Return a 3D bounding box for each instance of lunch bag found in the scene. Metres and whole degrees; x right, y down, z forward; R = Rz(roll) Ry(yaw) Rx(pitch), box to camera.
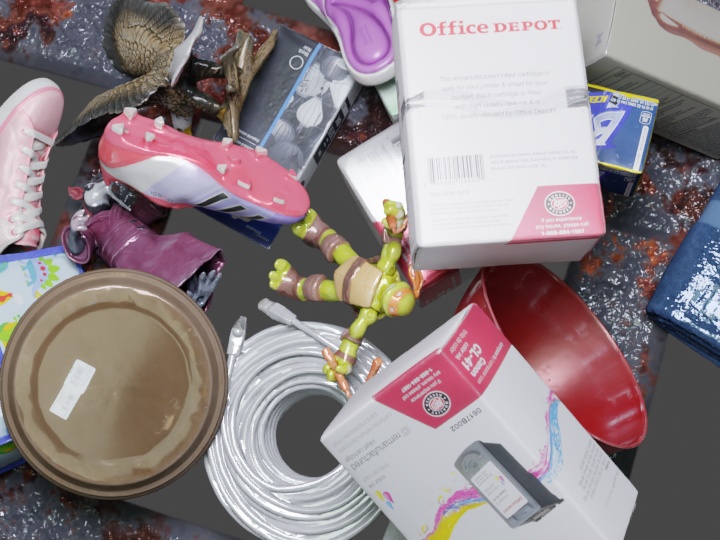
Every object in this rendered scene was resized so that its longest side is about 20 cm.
[{"bbox_3d":[-0.331,0.087,1.091,0.198,0.128,0.171,-22,76,-10],"label":"lunch bag"}]

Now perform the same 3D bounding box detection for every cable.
[{"bbox_3d":[-0.047,0.148,1.064,0.198,0.069,0.202,21,82,11],"label":"cable"}]

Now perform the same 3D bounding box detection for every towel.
[{"bbox_3d":[0.351,-0.016,1.061,0.111,0.049,0.201,32,83,14],"label":"towel"}]

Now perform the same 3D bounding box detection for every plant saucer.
[{"bbox_3d":[-0.213,0.099,1.016,0.197,0.029,0.203,0,89,-9],"label":"plant saucer"}]

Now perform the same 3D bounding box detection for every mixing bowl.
[{"bbox_3d":[0.139,0.094,1.007,0.108,0.199,0.201,-42,74,26],"label":"mixing bowl"}]

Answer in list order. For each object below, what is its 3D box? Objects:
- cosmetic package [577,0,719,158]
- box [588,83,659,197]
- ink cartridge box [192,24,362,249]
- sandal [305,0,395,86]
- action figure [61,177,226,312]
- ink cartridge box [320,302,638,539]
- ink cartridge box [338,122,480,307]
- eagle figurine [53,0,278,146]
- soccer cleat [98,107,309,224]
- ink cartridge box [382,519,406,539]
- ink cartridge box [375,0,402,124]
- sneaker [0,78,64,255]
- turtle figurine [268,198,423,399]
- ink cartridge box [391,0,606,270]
[{"bbox_3d":[0.275,-0.179,1.036,0.198,0.103,0.088,18,76,-22],"label":"cosmetic package"},{"bbox_3d":[0.147,-0.126,1.001,0.198,0.064,0.071,15,77,10],"label":"box"},{"bbox_3d":[-0.083,-0.132,1.147,0.099,0.039,0.201,27,83,11],"label":"ink cartridge box"},{"bbox_3d":[-0.008,-0.265,1.130,0.082,0.050,0.204,-29,58,2],"label":"sandal"},{"bbox_3d":[-0.211,-0.019,1.124,0.133,0.150,0.200,-27,53,-29],"label":"action figure"},{"bbox_3d":[0.090,0.150,0.894,0.200,0.086,0.147,49,123,-1],"label":"ink cartridge box"},{"bbox_3d":[0.100,-0.082,1.080,0.199,0.086,0.149,-30,76,-2],"label":"ink cartridge box"},{"bbox_3d":[-0.197,-0.179,1.119,0.198,0.152,0.153,11,113,16],"label":"eagle figurine"},{"bbox_3d":[-0.141,-0.080,1.053,0.198,0.077,0.067,21,42,1],"label":"soccer cleat"},{"bbox_3d":[0.114,0.207,0.986,0.161,0.057,0.202,26,116,13],"label":"ink cartridge box"},{"bbox_3d":[0.063,-0.261,1.153,0.160,0.050,0.202,-26,78,1],"label":"ink cartridge box"},{"bbox_3d":[-0.330,-0.081,1.146,0.104,0.075,0.201,36,92,18],"label":"sneaker"},{"bbox_3d":[0.000,0.000,1.013,0.161,0.064,0.202,25,101,44],"label":"turtle figurine"},{"bbox_3d":[0.103,-0.109,0.919,0.144,0.085,0.203,-3,77,-2],"label":"ink cartridge box"}]
